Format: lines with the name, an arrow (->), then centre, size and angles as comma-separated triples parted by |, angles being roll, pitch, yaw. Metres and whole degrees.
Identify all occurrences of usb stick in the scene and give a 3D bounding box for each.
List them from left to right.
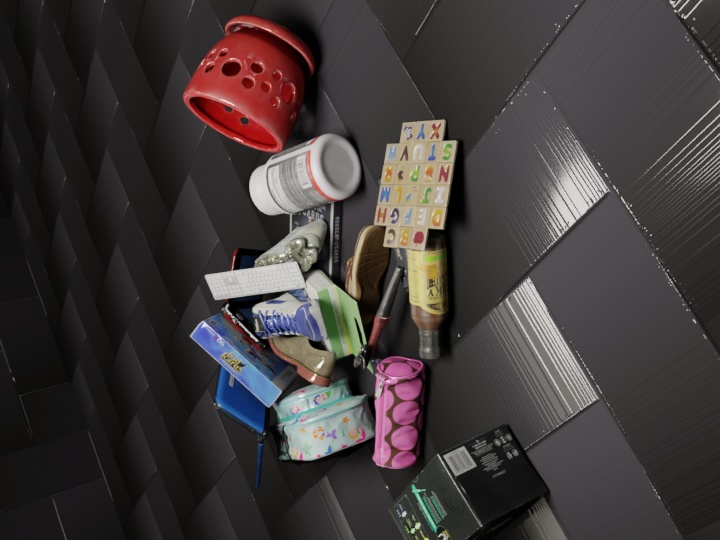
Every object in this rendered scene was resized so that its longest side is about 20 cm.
usb stick -> 0.069, -0.065, 1.440 | 0.055, 0.032, 0.202 | -13, 91, 55

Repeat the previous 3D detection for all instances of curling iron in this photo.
curling iron -> 0.034, 0.084, 1.461 | 0.025, 0.050, 0.202 | 26, 109, 8

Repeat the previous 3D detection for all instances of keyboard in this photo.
keyboard -> -0.198, 0.020, 1.632 | 0.198, 0.011, 0.057 | -8, 124, 22

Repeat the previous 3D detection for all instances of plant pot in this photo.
plant pot -> -0.191, -0.337, 1.554 | 0.200, 0.200, 0.184 | 5, 68, 55

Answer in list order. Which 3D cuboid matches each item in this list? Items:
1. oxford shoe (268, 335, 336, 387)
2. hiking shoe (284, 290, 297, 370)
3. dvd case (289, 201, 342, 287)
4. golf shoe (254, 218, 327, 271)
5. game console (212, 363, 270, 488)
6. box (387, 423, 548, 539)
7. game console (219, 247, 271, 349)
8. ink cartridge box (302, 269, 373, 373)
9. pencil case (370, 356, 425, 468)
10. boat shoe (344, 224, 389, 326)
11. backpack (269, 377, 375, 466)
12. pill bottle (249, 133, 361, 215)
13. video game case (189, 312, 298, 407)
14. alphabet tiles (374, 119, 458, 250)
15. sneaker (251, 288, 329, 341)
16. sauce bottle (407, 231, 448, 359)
oxford shoe -> -0.103, 0.147, 1.633 | 0.199, 0.070, 0.075 | 30, 98, 48
hiking shoe -> -0.114, 0.114, 1.751 | 0.101, 0.075, 0.202 | -162, 66, -70
dvd case -> -0.087, -0.078, 1.673 | 0.150, 0.025, 0.202 | 29, 124, 47
golf shoe -> -0.125, -0.036, 1.654 | 0.078, 0.098, 0.199 | 45, 144, -18
game console -> -0.227, 0.282, 1.656 | 0.119, 0.170, 0.200 | -50, 17, 15
box -> 0.161, 0.355, 1.345 | 0.125, 0.147, 0.201 | 57, 142, 24
game console -> -0.194, 0.057, 1.765 | 0.172, 0.200, 0.119 | 43, 99, 11
ink cartridge box -> -0.045, 0.096, 1.583 | 0.200, 0.048, 0.147 | -138, 32, -64
pencil case -> 0.061, 0.249, 1.503 | 0.090, 0.093, 0.202 | 14, 116, 33
boat shoe -> 0.000, 0.000, 1.533 | 0.072, 0.072, 0.202 | 41, 139, 41
backpack -> -0.066, 0.286, 1.628 | 0.200, 0.176, 0.152 | -15, 90, 64
pill bottle -> -0.103, -0.165, 1.555 | 0.199, 0.115, 0.117 | -12, 91, 45
video game case -> -0.217, 0.163, 1.686 | 0.200, 0.181, 0.046 | 42, 98, 2
alphabet tiles -> 0.084, -0.134, 1.358 | 0.166, 0.006, 0.202 | 8, 89, 52
sneaker -> -0.134, 0.094, 1.584 | 0.199, 0.114, 0.081 | -149, 41, -68
sauce bottle -> 0.110, 0.040, 1.391 | 0.064, 0.064, 0.202 | 16, 116, 52
